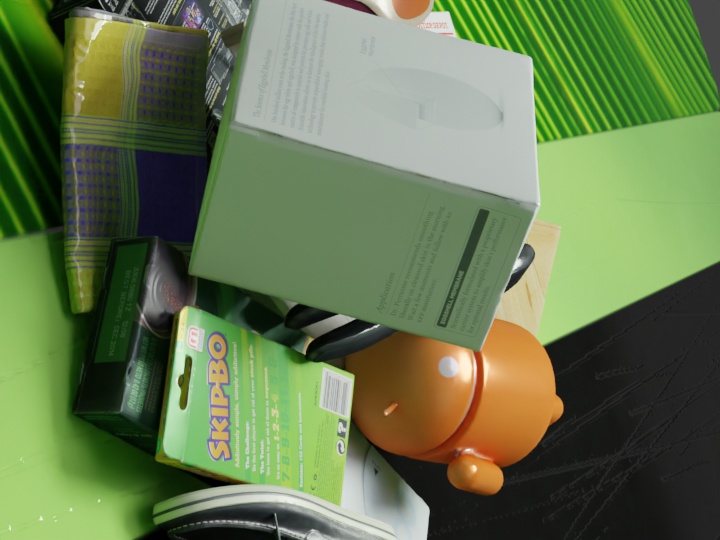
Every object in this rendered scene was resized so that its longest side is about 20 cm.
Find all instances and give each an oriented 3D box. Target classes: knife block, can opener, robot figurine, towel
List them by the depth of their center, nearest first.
[{"bbox_3d":[-0.144,-0.068,1.275,0.143,0.023,0.202,7,82,-57],"label":"towel"},{"bbox_3d":[0.029,0.015,1.344,0.199,0.079,0.064,-16,59,-34],"label":"can opener"},{"bbox_3d":[0.068,0.087,1.449,0.199,0.116,0.145,14,87,-47],"label":"robot figurine"},{"bbox_3d":[0.090,-0.010,1.662,0.175,0.064,0.202,11,93,-49],"label":"knife block"}]

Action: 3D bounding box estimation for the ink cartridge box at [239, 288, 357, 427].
[{"bbox_3d":[0.000,0.000,1.493,0.200,0.044,0.177,54,52,-34],"label":"ink cartridge box"}]

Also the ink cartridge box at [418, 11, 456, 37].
[{"bbox_3d":[0.049,-0.167,1.750,0.116,0.067,0.201,-17,88,-65],"label":"ink cartridge box"}]

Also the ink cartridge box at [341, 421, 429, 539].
[{"bbox_3d":[-0.013,0.210,1.388,0.160,0.047,0.201,51,30,-37],"label":"ink cartridge box"}]

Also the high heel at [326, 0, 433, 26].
[{"bbox_3d":[-0.026,-0.231,1.565,0.199,0.096,0.068,7,89,-52],"label":"high heel"}]

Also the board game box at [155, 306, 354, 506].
[{"bbox_3d":[-0.069,0.092,1.259,0.200,0.030,0.096,29,63,-56],"label":"board game box"}]

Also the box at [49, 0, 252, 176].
[{"bbox_3d":[-0.136,-0.176,1.404,0.161,0.043,0.201,57,29,-29],"label":"box"}]

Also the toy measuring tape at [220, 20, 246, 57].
[{"bbox_3d":[-0.042,-0.153,1.473,0.200,0.073,0.074,38,41,-49],"label":"toy measuring tape"}]

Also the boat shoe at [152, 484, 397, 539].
[{"bbox_3d":[-0.051,0.183,1.271,0.199,0.074,0.063,23,56,-41],"label":"boat shoe"}]

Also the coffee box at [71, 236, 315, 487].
[{"bbox_3d":[-0.101,0.069,1.276,0.200,0.044,0.124,38,56,-50],"label":"coffee box"}]

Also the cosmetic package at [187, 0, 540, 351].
[{"bbox_3d":[0.003,-0.071,1.280,0.199,0.124,0.200,16,33,-6],"label":"cosmetic package"}]
